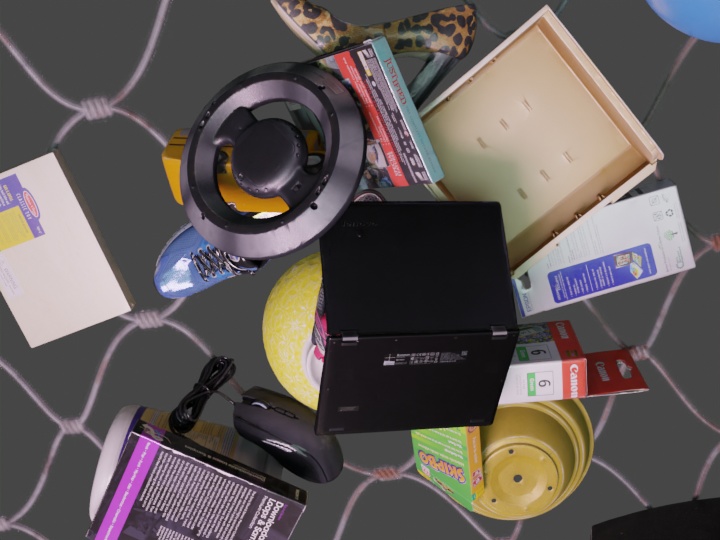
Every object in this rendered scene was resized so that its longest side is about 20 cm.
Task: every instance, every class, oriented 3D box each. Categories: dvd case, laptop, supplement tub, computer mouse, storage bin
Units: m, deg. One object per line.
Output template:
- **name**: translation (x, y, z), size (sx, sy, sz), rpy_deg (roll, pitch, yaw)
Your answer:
- **dvd case**: translation (-0.008, -0.149, 0.996), size (0.022, 0.200, 0.146), rpy_deg (-34, 108, -28)
- **laptop**: translation (0.047, 0.047, 0.976), size (0.186, 0.116, 0.201), rpy_deg (-1, 127, -13)
- **supplement tub**: translation (-0.196, 0.245, 1.150), size (0.199, 0.145, 0.146), rpy_deg (14, 109, -2)
- **computer mouse**: translation (-0.112, 0.179, 1.106), size (0.200, 0.140, 0.046), rpy_deg (37, 130, 4)
- **storage bin**: translation (0.169, -0.123, 1.018), size (0.200, 0.094, 0.199), rpy_deg (-39, 93, 9)

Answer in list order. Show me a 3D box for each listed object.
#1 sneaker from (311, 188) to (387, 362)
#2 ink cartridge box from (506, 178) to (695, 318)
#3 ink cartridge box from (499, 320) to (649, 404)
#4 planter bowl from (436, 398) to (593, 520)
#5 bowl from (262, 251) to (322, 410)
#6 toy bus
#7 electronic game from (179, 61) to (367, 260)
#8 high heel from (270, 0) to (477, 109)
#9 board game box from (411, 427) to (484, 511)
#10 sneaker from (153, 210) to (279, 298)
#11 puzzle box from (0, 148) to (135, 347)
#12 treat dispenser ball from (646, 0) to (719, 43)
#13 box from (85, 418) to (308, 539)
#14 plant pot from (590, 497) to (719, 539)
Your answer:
- **sneaker**: translation (0.000, 0.000, 1.040), size (0.080, 0.201, 0.075), rpy_deg (9, 151, 2)
- **ink cartridge box**: translation (0.258, -0.024, 1.099), size (0.199, 0.039, 0.100), rpy_deg (-16, 107, 6)
- **ink cartridge box**: translation (0.208, 0.098, 1.104), size (0.199, 0.109, 0.051), rpy_deg (-6, 110, 4)
- **planter bowl**: translation (0.179, 0.224, 1.162), size (0.199, 0.084, 0.201), rpy_deg (1, 109, 2)
- **bowl**: translation (-0.016, 0.085, 1.109), size (0.199, 0.108, 0.201), rpy_deg (0, 109, 1)
- **toy bus**: translation (-0.103, -0.104, 1.037), size (0.199, 0.078, 0.065), rpy_deg (3, 132, 14)
- **electronic game**: translation (-0.087, -0.107, 0.958), size (0.199, 0.042, 0.201), rpy_deg (-7, 73, 22)
- **high heel**: translation (0.016, -0.264, 1.018), size (0.200, 0.071, 0.143), rpy_deg (39, 95, -9)
- **board game box**: translation (0.091, 0.172, 1.097), size (0.030, 0.095, 0.201), rpy_deg (-29, 130, -30)
- **sneaker**: translation (-0.145, -0.029, 1.084), size (0.199, 0.089, 0.079), rpy_deg (-31, 104, 12)
- **puzzle box**: translation (-0.357, -0.024, 1.127), size (0.132, 0.025, 0.201), rpy_deg (-19, 107, 9)
- **treat dispenser ball**: translation (0.348, -0.311, 0.912), size (0.200, 0.201, 0.202), rpy_deg (1, 109, 2)
- **box**: translation (-0.173, 0.260, 1.059), size (0.199, 0.036, 0.143), rpy_deg (25, 108, -5)
- **plant pot**: translation (0.358, 0.397, 1.166), size (0.176, 0.200, 0.201), rpy_deg (-1, 109, 14)
